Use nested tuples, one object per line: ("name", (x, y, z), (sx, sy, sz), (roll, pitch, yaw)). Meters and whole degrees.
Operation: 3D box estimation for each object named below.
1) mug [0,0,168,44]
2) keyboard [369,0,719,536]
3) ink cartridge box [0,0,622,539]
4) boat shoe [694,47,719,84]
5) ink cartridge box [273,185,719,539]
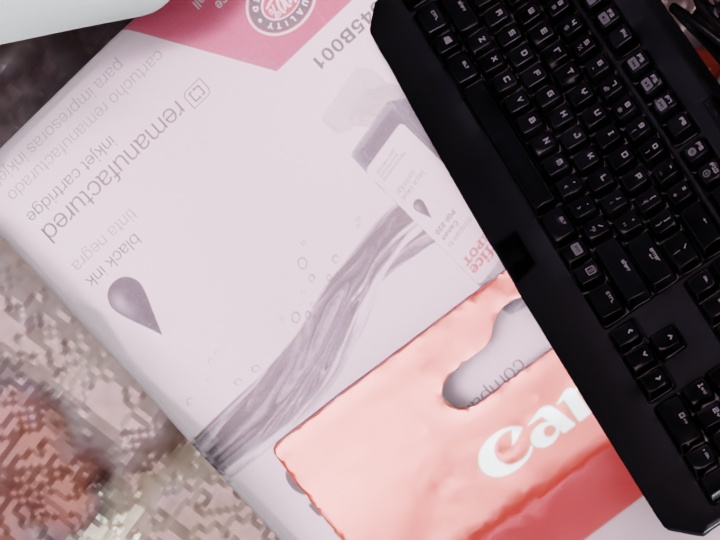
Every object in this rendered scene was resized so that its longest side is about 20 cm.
("mug", (-0.116, -0.144, 0.803), (0.152, 0.150, 0.187), (-4, 114, -12))
("keyboard", (0.079, -0.034, 0.770), (0.104, 0.040, 0.200), (-32, 59, 3))
("ink cartridge box", (0.000, 0.000, 0.880), (0.146, 0.085, 0.200), (-44, 87, 4))
("boat shoe", (0.128, -0.032, 0.870), (0.200, 0.071, 0.063), (46, 108, -1))
("ink cartridge box", (0.094, 0.081, 0.821), (0.160, 0.047, 0.200), (-36, 118, -1))
